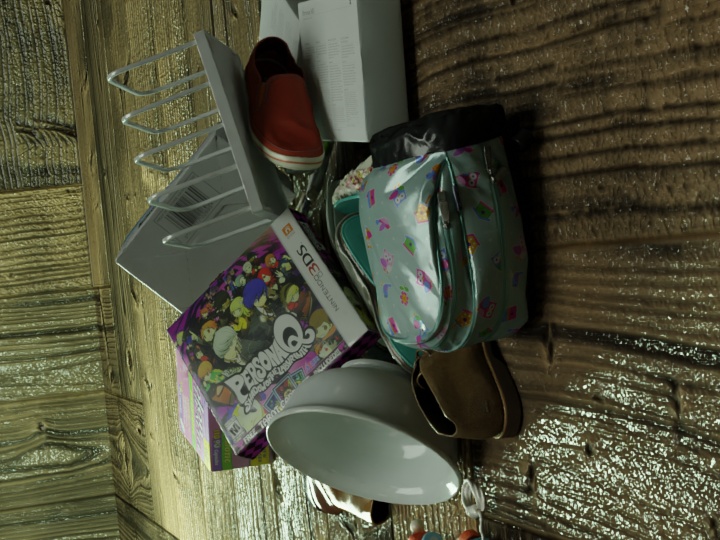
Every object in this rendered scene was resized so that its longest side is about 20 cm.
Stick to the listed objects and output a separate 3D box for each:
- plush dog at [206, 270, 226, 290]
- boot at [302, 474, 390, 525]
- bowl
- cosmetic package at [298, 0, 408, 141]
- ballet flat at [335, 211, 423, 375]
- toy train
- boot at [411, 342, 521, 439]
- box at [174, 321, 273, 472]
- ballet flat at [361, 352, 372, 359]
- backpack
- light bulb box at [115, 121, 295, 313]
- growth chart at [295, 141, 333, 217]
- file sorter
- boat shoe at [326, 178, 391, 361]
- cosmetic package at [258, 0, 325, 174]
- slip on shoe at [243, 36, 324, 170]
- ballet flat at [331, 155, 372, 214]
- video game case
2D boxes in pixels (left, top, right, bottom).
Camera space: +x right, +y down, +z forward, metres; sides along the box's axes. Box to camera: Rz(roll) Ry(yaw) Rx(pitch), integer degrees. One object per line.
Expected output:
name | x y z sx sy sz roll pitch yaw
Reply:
plush dog | -0.100 0.084 1.635 0.171 0.160 0.200 23 146 44
boot | -0.034 0.202 1.725 0.200 0.068 0.189 164 100 -70
bowl | 0.014 0.149 1.446 0.201 0.200 0.091 123 167 -61
cosmetic package | -0.010 -0.213 1.530 0.200 0.051 0.152 -163 66 -70
ballet flat | 0.036 0.029 1.473 0.200 0.067 0.064 62 173 25
toy train | 0.080 0.292 1.425 0.200 0.055 0.151 115 139 -55
boot | 0.077 0.073 1.352 0.074 0.075 0.200 103 153 -42
box | -0.205 0.178 2.163 0.200 0.096 0.177 -148 55 -66
ballet flat | 0.012 0.151 1.585 0.071 0.065 0.201 -79 -13 -65
backpack | 0.074 -0.032 1.257 0.167 0.126 0.201 173 88 -68
light bulb box | -0.188 -0.065 1.798 0.198 0.125 0.200 -51 10 4
growth chart | -0.076 -0.058 1.699 0.145 0.018 0.200 -76 12 -49
file sorter | -0.174 -0.133 1.583 0.139 0.124 0.201 12 -121 -79
boat shoe | 0.000 0.000 1.555 0.060 0.075 0.201 127 134 -55
cosmetic package | -0.080 -0.239 1.749 0.151 0.051 0.201 -123 32 -49
slip on shoe | -0.083 -0.178 1.558 0.200 0.074 0.061 -108 24 -44
ballet flat | 0.033 -0.092 1.461 0.200 0.075 0.064 -5 71 64
video game case | -0.094 0.065 1.531 0.200 0.036 0.182 -44 57 15
